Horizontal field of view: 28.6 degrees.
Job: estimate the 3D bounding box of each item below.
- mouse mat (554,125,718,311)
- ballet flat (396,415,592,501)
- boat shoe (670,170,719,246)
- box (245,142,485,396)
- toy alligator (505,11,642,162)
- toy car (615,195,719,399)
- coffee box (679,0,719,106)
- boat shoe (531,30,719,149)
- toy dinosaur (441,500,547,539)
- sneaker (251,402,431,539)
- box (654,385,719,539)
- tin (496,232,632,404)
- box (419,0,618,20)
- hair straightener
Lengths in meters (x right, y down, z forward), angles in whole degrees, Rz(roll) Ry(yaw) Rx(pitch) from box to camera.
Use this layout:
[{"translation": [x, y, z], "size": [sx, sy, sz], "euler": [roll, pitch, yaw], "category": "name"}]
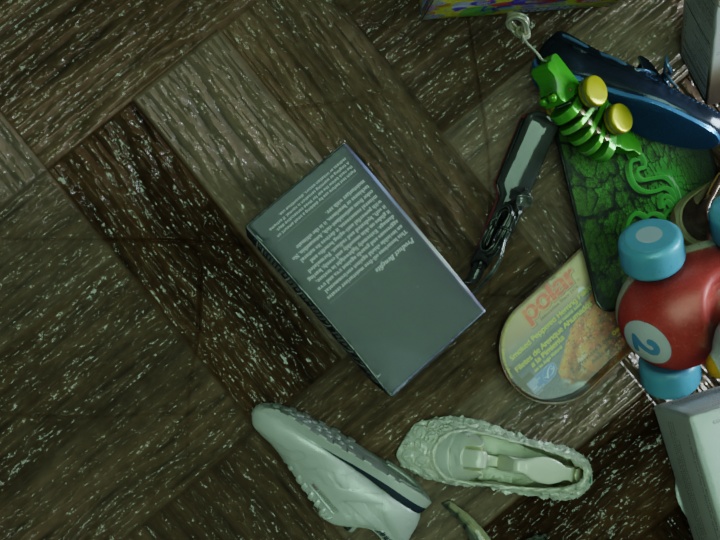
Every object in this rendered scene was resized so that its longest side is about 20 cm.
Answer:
[{"translation": [0.289, -0.067, 1.412], "size": [0.160, 0.008, 0.201], "euler": [-10, 79, -10], "category": "mouse mat"}, {"translation": [0.137, 0.185, 1.398], "size": [0.199, 0.072, 0.072], "euler": [9, 89, -3], "category": "ballet flat"}, {"translation": [0.394, -0.097, 1.396], "size": [0.200, 0.072, 0.072], "euler": [-35, 87, -20], "category": "boat shoe"}, {"translation": [0.000, 0.000, 1.325], "size": [0.123, 0.200, 0.199], "euler": [-40, 93, -3], "category": "box"}, {"translation": [0.198, -0.163, 1.364], "size": [0.200, 0.059, 0.054], "euler": [42, 59, -21], "category": "toy alligator"}, {"translation": [0.342, 0.063, 1.293], "size": [0.176, 0.200, 0.185], "euler": [-18, 125, 0], "category": "toy car"}, {"translation": [0.375, -0.265, 1.348], "size": [0.114, 0.200, 0.080], "euler": [-15, 53, -2], "category": "coffee box"}, {"translation": [0.271, -0.186, 1.397], "size": [0.199, 0.084, 0.069], "euler": [25, 69, 2], "category": "boat shoe"}, {"translation": [0.158, 0.311, 1.410], "size": [0.088, 0.047, 0.201], "euler": [-22, 88, 3], "category": "toy dinosaur"}, {"translation": [-0.030, 0.202, 1.387], "size": [0.200, 0.076, 0.081], "euler": [34, 97, -1], "category": "sneaker"}, {"translation": [0.420, 0.202, 1.382], "size": [0.199, 0.131, 0.200], "euler": [-17, 90, -4], "category": "box"}, {"translation": [0.223, 0.047, 1.419], "size": [0.200, 0.042, 0.112], "euler": [-41, 96, -3], "category": "tin"}, {"translation": [0.154, -0.355, 1.377], "size": [0.199, 0.122, 0.194], "euler": [-5, 91, -3], "category": "box"}, {"translation": [0.141, -0.065, 1.394], "size": [0.041, 0.077, 0.201], "euler": [28, 88, -5], "category": "hair straightener"}]
